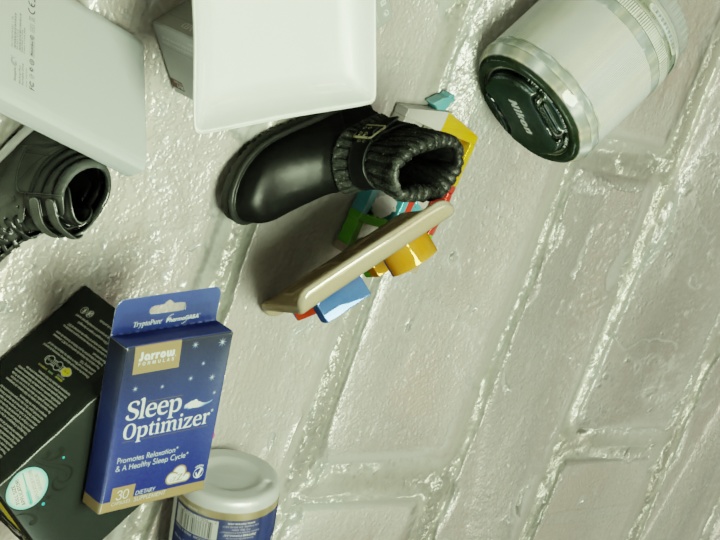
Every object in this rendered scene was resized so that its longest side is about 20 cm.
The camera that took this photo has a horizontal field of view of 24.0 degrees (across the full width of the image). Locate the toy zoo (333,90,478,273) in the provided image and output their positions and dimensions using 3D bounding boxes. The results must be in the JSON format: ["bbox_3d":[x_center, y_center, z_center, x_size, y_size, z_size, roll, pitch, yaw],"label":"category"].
[{"bbox_3d":[0.057,-0.101,1.843,0.131,0.020,0.201,16,101,-50],"label":"toy zoo"}]

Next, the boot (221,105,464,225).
[{"bbox_3d":[-0.017,-0.094,1.662,0.211,0.158,0.080,-37,136,-25],"label":"boot"}]

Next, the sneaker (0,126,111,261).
[{"bbox_3d":[-0.295,-0.041,1.453,0.200,0.099,0.071,-51,141,-8],"label":"sneaker"}]

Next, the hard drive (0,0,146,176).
[{"bbox_3d":[-0.255,-0.173,1.412,0.200,0.027,0.133,27,52,-50],"label":"hard drive"}]

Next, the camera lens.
[{"bbox_3d":[0.240,-0.229,1.846,0.200,0.160,0.160,-43,138,-19],"label":"camera lens"}]

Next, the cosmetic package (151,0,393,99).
[{"bbox_3d":[-0.079,-0.230,1.556,0.200,0.107,0.090,-36,132,-28],"label":"cosmetic package"}]

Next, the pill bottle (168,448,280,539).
[{"bbox_3d":[-0.151,0.301,1.803,0.111,0.111,0.201,-13,123,-41],"label":"pill bottle"}]

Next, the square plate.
[{"bbox_3d":[-0.070,-0.231,1.471,0.197,0.028,0.201,-14,112,-35],"label":"square plate"}]

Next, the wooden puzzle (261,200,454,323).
[{"bbox_3d":[0.000,0.000,1.711,0.185,0.200,0.046,-33,94,-13],"label":"wooden puzzle"}]

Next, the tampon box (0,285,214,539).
[{"bbox_3d":[-0.267,0.150,1.577,0.200,0.126,0.150,-43,138,-19],"label":"tampon box"}]

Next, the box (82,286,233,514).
[{"bbox_3d":[-0.180,0.117,1.524,0.121,0.032,0.201,-8,117,-43],"label":"box"}]
